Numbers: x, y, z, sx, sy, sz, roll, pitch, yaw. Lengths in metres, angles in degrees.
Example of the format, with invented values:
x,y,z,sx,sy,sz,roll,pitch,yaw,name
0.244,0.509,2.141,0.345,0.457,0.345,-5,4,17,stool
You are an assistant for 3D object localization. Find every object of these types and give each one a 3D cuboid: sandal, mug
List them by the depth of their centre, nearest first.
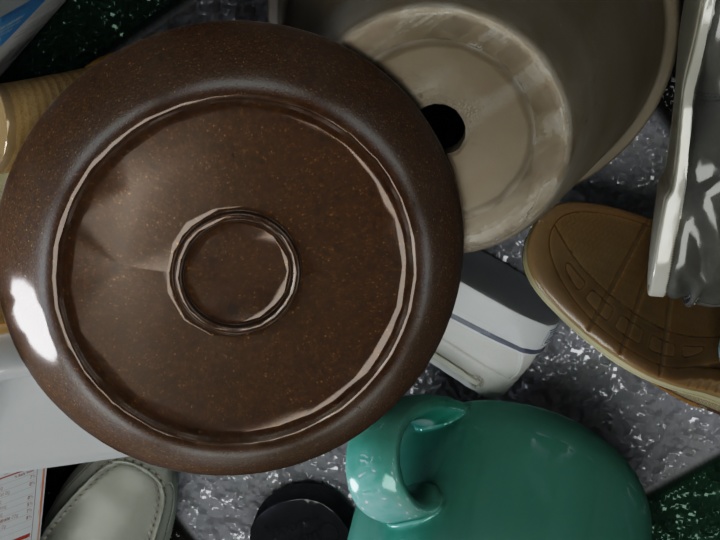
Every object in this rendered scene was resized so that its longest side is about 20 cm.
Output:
x,y,z,sx,sy,sz,roll,pitch,yaw,name
0.071,0.127,1.251,0.151,0.115,0.185,11,142,7,mug
0.006,0.206,1.362,0.076,0.043,0.200,-33,107,22,sandal

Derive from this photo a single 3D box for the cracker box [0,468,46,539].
x,y,z,sx,sy,sz,roll,pitch,yaw,name
-0.232,0.136,1.324,0.134,0.058,0.201,31,124,37,cracker box

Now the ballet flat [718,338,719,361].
x,y,z,sx,sy,sz,roll,pitch,yaw,name
0.269,0.044,1.189,0.199,0.074,0.075,-6,117,-11,ballet flat

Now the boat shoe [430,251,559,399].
x,y,z,sx,sy,sz,roll,pitch,yaw,name
0.000,0.000,1.251,0.199,0.072,0.066,26,113,-13,boat shoe

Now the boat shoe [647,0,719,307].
x,y,z,sx,sy,sz,roll,pitch,yaw,name
0.171,-0.078,1.141,0.057,0.067,0.201,7,112,0,boat shoe

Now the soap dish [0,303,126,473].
x,y,z,sx,sy,sz,roll,pitch,yaw,name
-0.104,0.026,1.153,0.199,0.082,0.157,-9,159,-11,soap dish

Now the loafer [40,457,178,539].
x,y,z,sx,sy,sz,roll,pitch,yaw,name
-0.154,0.176,1.360,0.070,0.070,0.200,24,118,-3,loafer

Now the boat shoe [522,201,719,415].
x,y,z,sx,sy,sz,roll,pitch,yaw,name
0.156,0.032,1.233,0.199,0.072,0.072,25,163,-18,boat shoe

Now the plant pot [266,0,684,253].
x,y,z,sx,sy,sz,roll,pitch,yaw,name
0.046,-0.096,1.135,0.199,0.174,0.201,3,117,7,plant pot

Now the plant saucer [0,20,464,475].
x,y,z,sx,sy,sz,roll,pitch,yaw,name
-0.052,-0.003,1.047,0.199,0.034,0.201,-3,108,-8,plant saucer

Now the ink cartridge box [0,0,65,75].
x,y,z,sx,sy,sz,roll,pitch,yaw,name
-0.232,-0.088,1.213,0.068,0.115,0.200,44,115,-1,ink cartridge box

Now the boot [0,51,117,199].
x,y,z,sx,sy,sz,roll,pitch,yaw,name
-0.120,-0.051,1.161,0.144,0.201,0.071,-7,79,-25,boot
